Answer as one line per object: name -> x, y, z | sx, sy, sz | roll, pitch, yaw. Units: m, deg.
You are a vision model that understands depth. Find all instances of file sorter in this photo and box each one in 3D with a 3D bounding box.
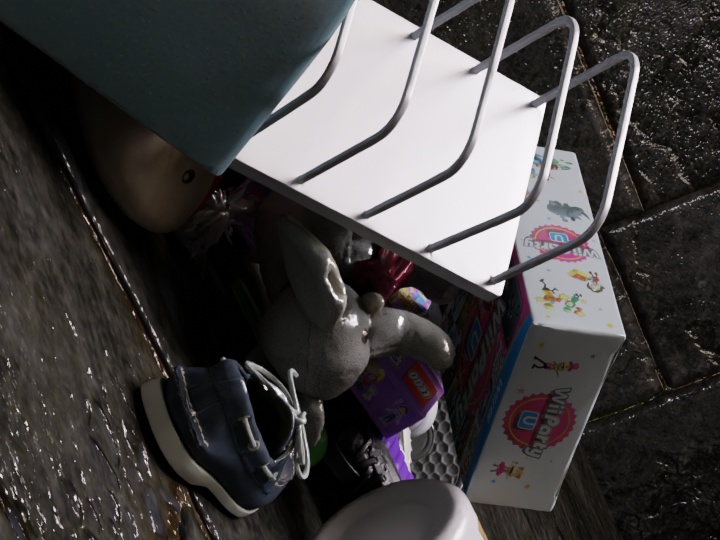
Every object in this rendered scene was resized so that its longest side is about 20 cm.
file sorter -> 0.043, -0.097, 1.263 | 0.200, 0.124, 0.139 | 27, 62, -24

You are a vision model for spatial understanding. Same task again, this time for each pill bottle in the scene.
pill bottle -> 0.052, 0.242, 1.410 | 0.114, 0.114, 0.200 | -94, 161, -65

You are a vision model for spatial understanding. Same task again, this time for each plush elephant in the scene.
plush elephant -> -0.008, 0.013, 1.364 | 0.165, 0.199, 0.155 | 104, -21, -50

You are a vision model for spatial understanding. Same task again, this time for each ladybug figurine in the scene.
ladybug figurine -> -0.119, -0.101, 1.324 | 0.200, 0.072, 0.136 | -96, 162, -62

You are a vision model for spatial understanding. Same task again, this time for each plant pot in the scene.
plant pot -> -0.086, -0.215, 1.182 | 0.196, 0.200, 0.196 | 36, 25, -29

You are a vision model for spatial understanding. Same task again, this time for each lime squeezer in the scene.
lime squeezer -> -0.055, 0.088, 1.437 | 0.070, 0.038, 0.200 | 28, 29, -25

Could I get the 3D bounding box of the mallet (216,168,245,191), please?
mallet -> -0.053, -0.126, 1.539 | 0.041, 0.200, 0.066 | -4, -61, 52

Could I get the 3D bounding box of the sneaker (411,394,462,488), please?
sneaker -> 0.053, 0.107, 1.903 | 0.146, 0.077, 0.203 | 36, 32, -70

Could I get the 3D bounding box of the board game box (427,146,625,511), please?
board game box -> 0.103, 0.033, 1.441 | 0.200, 0.064, 0.148 | -100, -157, -53

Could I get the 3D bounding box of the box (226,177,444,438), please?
box -> 0.000, 0.000, 1.548 | 0.200, 0.039, 0.137 | 55, 34, -6

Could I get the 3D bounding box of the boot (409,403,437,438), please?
boot -> -0.010, 0.040, 1.733 | 0.200, 0.073, 0.096 | 62, 13, 12

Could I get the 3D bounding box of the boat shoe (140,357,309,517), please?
boat shoe -> -0.063, 0.087, 1.242 | 0.200, 0.062, 0.075 | 49, 20, -67

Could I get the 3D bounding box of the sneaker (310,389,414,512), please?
sneaker -> 0.003, 0.152, 1.522 | 0.100, 0.069, 0.200 | 48, 17, -50

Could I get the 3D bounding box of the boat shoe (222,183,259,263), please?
boat shoe -> -0.066, -0.081, 1.643 | 0.200, 0.072, 0.060 | -87, 158, -58
